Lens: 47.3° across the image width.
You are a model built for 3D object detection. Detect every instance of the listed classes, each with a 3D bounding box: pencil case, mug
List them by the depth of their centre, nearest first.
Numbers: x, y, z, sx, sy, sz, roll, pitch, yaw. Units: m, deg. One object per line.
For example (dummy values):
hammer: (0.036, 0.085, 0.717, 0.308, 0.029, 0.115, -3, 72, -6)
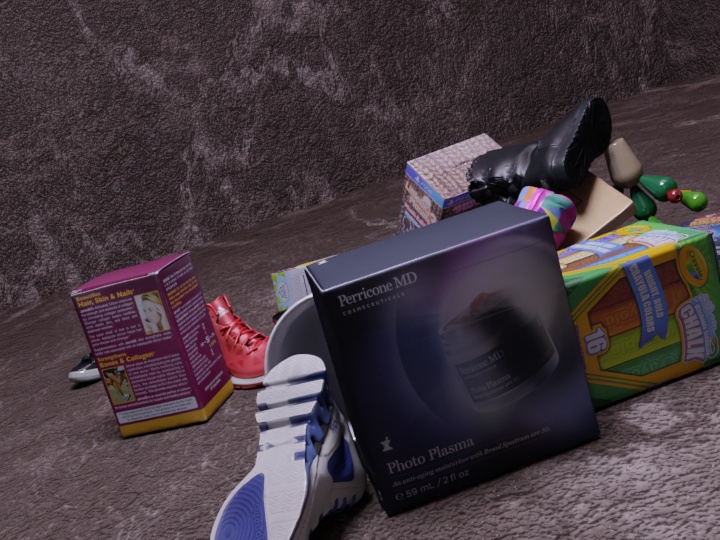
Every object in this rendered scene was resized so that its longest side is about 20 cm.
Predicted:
mug: (0.011, 0.096, 0.868, 0.197, 0.150, 0.175, 15, 3, 5)
pencil case: (0.195, -0.014, 1.027, 0.088, 0.088, 0.201, -1, 49, 53)

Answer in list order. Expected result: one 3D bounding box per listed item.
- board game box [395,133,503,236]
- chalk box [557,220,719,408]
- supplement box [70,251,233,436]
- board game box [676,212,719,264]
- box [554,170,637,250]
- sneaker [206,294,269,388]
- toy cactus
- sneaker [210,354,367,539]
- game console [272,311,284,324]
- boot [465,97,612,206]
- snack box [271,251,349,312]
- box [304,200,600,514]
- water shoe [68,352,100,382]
board game box: (0.149, -0.088, 1.295, 0.158, 0.202, 0.097, -23, 52, -28)
chalk box: (0.270, 0.030, 0.797, 0.197, 0.126, 0.124, -19, 12, -7)
supplement box: (-0.265, 0.095, 1.066, 0.129, 0.203, 0.103, -12, 12, 16)
board game box: (0.380, -0.013, 0.999, 0.198, 0.063, 0.199, -7, 14, 45)
box: (0.248, -0.061, 1.118, 0.199, 0.021, 0.164, -37, 38, -1)
sneaker: (-0.172, 0.095, 1.143, 0.198, 0.117, 0.078, -7, 14, 39)
toy cactus: (0.383, -0.101, 1.163, 0.102, 0.167, 0.200, -32, 9, -21)
sneaker: (-0.042, 0.180, 0.668, 0.080, 0.116, 0.201, -12, 42, 27)
game console: (-0.004, 0.025, 1.193, 0.173, 0.119, 0.200, -49, -5, 30)
boot: (0.247, -0.162, 1.149, 0.161, 0.074, 0.199, -8, 34, 44)
snack box: (0.000, 0.000, 1.039, 0.141, 0.054, 0.199, -12, 2, 30)
box: (0.075, 0.068, 0.713, 0.197, 0.201, 0.123, -19, 11, -7)
water shoe: (-0.440, 0.130, 1.452, 0.071, 0.080, 0.199, -8, 15, 36)
